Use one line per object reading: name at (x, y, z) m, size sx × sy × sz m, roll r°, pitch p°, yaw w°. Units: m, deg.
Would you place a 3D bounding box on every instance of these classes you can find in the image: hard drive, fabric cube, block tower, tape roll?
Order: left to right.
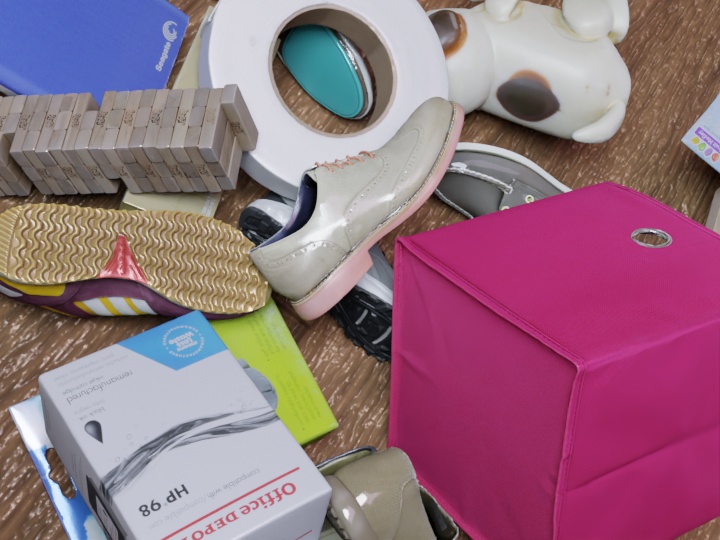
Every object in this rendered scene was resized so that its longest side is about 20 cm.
hard drive at (-0.230, -0.186, 0.761) m, size 0.200 × 0.025 × 0.132 m, roll 30°, pitch 68°, yaw -39°
block tower at (-0.178, -0.090, 0.727) m, size 0.199 × 0.054 × 0.058 m, roll -2°, pitch 59°, yaw 12°
tape roll at (-0.027, -0.152, 0.799) m, size 0.202 × 0.037 × 0.204 m, roll 4°, pitch 80°, yaw -21°
fabric cube at (0.154, 0.074, 0.734) m, size 0.199 × 0.201 × 0.196 m, roll -15°, pitch 33°, yaw -27°

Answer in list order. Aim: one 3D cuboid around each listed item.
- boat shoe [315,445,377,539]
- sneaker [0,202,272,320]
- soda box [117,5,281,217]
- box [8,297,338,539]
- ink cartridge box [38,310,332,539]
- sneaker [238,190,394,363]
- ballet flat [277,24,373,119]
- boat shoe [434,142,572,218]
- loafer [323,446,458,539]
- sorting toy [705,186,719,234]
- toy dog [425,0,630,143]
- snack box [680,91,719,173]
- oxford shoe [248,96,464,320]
boat shoe at (-0.066, 0.170, 0.703) m, size 0.200 × 0.072 × 0.066 m, roll -11°, pitch 94°, yaw -33°
sneaker at (-0.165, -0.001, 0.731) m, size 0.199 × 0.090 × 0.075 m, roll 11°, pitch 71°, yaw -19°
soda box at (-0.129, -0.109, 0.812) m, size 0.068 × 0.064 × 0.201 m, roll 23°, pitch 61°, yaw -12°
box at (-0.129, 0.103, 0.727) m, size 0.200 × 0.048 × 0.122 m, roll -23°, pitch 78°, yaw -31°
ink cartridge box at (-0.098, 0.130, 0.621) m, size 0.116 × 0.067 × 0.200 m, roll -23°, pitch 56°, yaw -30°
sneaker at (0.000, 0.000, 0.816) m, size 0.200 × 0.074 × 0.079 m, roll 42°, pitch 53°, yaw -1°
ballet flat at (-0.054, -0.219, 0.899) m, size 0.200 × 0.069 × 0.069 m, roll 43°, pitch 58°, yaw 0°
boat shoe at (0.145, -0.049, 0.899) m, size 0.201 × 0.072 × 0.060 m, roll 23°, pitch 56°, yaw -17°
loafer at (0.036, 0.190, 0.687) m, size 0.067 × 0.200 × 0.076 m, roll -36°, pitch 46°, yaw -8°
sorting toy at (0.382, 0.053, 0.958) m, size 0.198 × 0.070 × 0.200 m, roll 31°, pitch 59°, yaw -8°
toy dog at (0.128, -0.178, 0.920) m, size 0.199 × 0.140 × 0.195 m, roll 2°, pitch 59°, yaw -8°
snack box at (0.421, -0.080, 0.962) m, size 0.200 × 0.068 × 0.169 m, roll 11°, pitch 33°, yaw -45°
oxford shoe at (0.001, -0.061, 0.737) m, size 0.074 × 0.071 × 0.200 m, roll 43°, pitch 72°, yaw -17°
